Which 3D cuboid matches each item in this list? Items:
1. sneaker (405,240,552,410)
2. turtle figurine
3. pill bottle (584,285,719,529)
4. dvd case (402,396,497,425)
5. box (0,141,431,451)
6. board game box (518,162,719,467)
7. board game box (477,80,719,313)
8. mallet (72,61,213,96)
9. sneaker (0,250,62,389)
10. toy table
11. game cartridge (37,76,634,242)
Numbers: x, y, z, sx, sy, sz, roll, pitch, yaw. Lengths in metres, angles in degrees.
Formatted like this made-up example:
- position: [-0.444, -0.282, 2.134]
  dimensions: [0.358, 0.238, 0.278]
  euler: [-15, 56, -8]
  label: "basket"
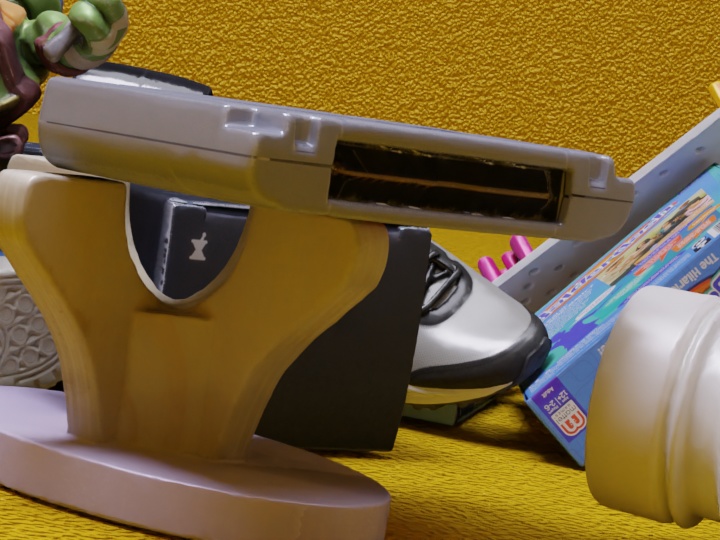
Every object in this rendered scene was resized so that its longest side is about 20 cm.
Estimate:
- position: [0.000, 0.000, 1.368]
  dimensions: [0.200, 0.079, 0.074]
  euler: [26, 50, 23]
  label: "sneaker"
- position: [-0.170, -0.112, 1.154]
  dimensions: [0.144, 0.200, 0.194]
  euler: [38, 40, -5]
  label: "turtle figurine"
- position: [0.193, 0.069, 1.089]
  dimensions: [0.199, 0.115, 0.114]
  euler: [12, 6, 23]
  label: "pill bottle"
- position: [-0.003, 0.047, 1.476]
  dimensions: [0.146, 0.022, 0.200]
  euler: [10, 4, 10]
  label: "dvd case"
- position: [-0.091, 0.008, 1.278]
  dimensions: [0.148, 0.105, 0.200]
  euler: [5, 7, -39]
  label: "box"
- position: [0.142, 0.017, 1.407]
  dimensions: [0.045, 0.152, 0.200]
  euler: [49, 3, -6]
  label: "board game box"
- position: [0.187, -0.025, 1.575]
  dimensions: [0.200, 0.200, 0.026]
  euler: [25, 33, -53]
  label: "board game box"
- position: [-0.105, -0.073, 1.384]
  dimensions: [0.066, 0.041, 0.200]
  euler: [12, 1, -3]
  label: "mallet"
- position: [-0.221, 0.012, 1.167]
  dimensions: [0.199, 0.077, 0.111]
  euler: [1, 6, -35]
  label: "sneaker"
- position: [-0.068, 0.026, 1.073]
  dimensions: [0.200, 0.118, 0.184]
  euler: [11, 5, 29]
  label: "toy table"
- position: [-0.012, -0.041, 1.054]
  dimensions: [0.200, 0.041, 0.133]
  euler: [5, 9, -45]
  label: "game cartridge"
